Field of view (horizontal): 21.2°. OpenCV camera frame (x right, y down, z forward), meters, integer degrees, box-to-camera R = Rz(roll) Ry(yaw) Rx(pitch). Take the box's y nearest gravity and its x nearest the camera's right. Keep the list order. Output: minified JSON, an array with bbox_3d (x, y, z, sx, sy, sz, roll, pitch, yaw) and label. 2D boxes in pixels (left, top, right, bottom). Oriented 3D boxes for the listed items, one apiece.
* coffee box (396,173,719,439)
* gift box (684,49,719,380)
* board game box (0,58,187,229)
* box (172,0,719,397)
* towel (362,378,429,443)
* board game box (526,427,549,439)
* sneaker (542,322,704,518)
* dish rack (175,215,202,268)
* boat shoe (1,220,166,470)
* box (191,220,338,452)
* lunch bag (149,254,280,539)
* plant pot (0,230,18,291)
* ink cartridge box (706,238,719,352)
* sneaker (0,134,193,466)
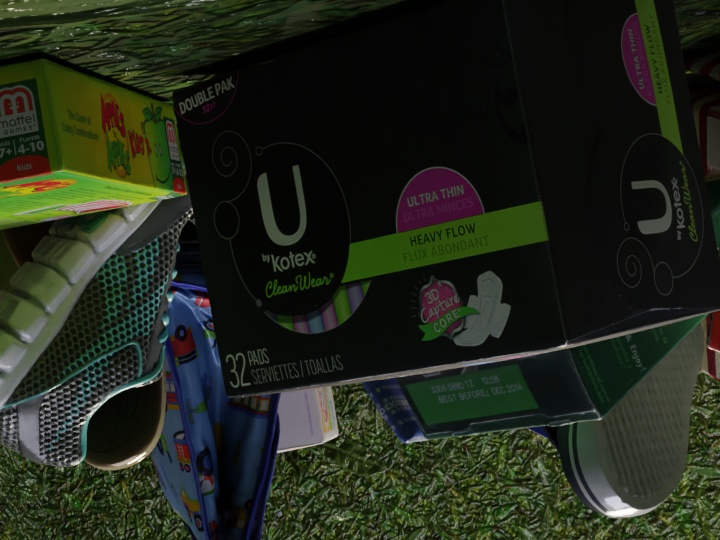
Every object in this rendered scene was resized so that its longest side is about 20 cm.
[{"bbox_3d":[0.121,0.015,0.987,0.123,0.044,0.200,-12,-161,47],"label":"coffee box"},{"bbox_3d":[0.250,-0.044,1.136,0.184,0.187,0.200,-11,-162,-23],"label":"gift box"},{"bbox_3d":[-0.154,-0.052,0.862,0.101,0.048,0.200,-10,178,9],"label":"board game box"},{"bbox_3d":[0.037,-0.032,0.850,0.200,0.149,0.124,-13,177,43],"label":"box"},{"bbox_3d":[0.000,0.000,1.042,0.024,0.200,0.145,-33,169,17],"label":"towel"},{"bbox_3d":[0.087,0.035,1.206,0.200,0.045,0.134,26,-155,20],"label":"board game box"},{"bbox_3d":[0.127,0.074,1.019,0.079,0.078,0.200,-25,-166,28],"label":"sneaker"},{"bbox_3d":[-0.055,-0.041,1.190,0.200,0.055,0.153,-4,-171,-16],"label":"dish rack"},{"bbox_3d":[-0.149,0.031,1.080,0.071,0.200,0.065,-20,147,-2],"label":"boat shoe"},{"bbox_3d":[-0.085,0.034,1.383,0.101,0.200,0.112,-10,178,5],"label":"box"},{"bbox_3d":[-0.099,0.089,1.188,0.094,0.200,0.151,-3,-169,-19],"label":"lunch bag"},{"bbox_3d":[-0.286,0.037,1.304,0.200,0.187,0.187,-24,-179,-11],"label":"plant pot"},{"bbox_3d":[0.260,-0.024,0.966,0.200,0.174,0.044,19,161,-35],"label":"ink cartridge box"},{"bbox_3d":[-0.129,0.017,1.001,0.200,0.091,0.078,-50,-154,-8],"label":"sneaker"}]
